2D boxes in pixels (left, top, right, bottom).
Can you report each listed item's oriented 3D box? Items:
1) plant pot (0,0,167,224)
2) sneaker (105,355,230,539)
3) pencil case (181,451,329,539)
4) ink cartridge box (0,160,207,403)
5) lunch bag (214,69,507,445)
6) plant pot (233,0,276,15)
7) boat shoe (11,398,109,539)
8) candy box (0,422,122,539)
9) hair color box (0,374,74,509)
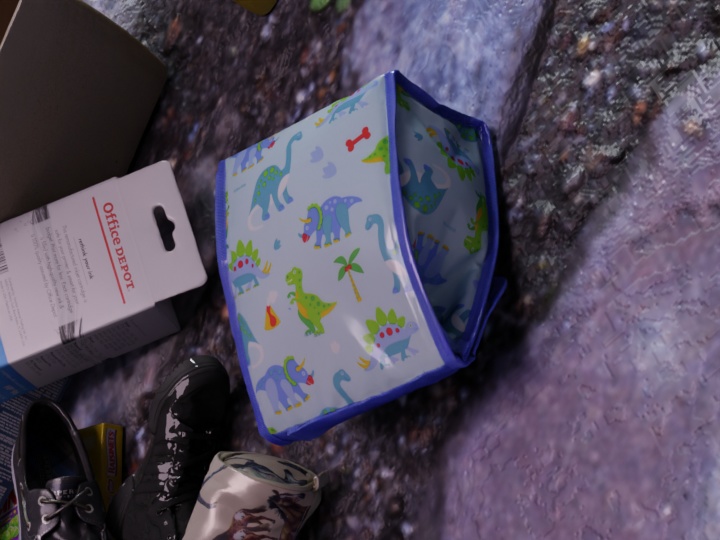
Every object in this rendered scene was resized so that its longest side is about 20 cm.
[{"bbox_3d":[-0.277,-0.145,1.493,0.200,0.177,0.200,32,101,44],"label":"plant pot"},{"bbox_3d":[-0.127,0.169,1.346,0.104,0.060,0.200,48,119,44],"label":"sneaker"},{"bbox_3d":[-0.088,0.220,1.278,0.089,0.078,0.201,19,92,6],"label":"pencil case"},{"bbox_3d":[-0.214,0.009,1.427,0.199,0.068,0.116,-21,67,4],"label":"ink cartridge box"},{"bbox_3d":[0.000,0.000,1.218,0.170,0.127,0.201,-27,52,37],"label":"lunch bag"},{"bbox_3d":[-0.129,-0.345,1.403,0.200,0.176,0.200,-56,48,17],"label":"plant pot"},{"bbox_3d":[-0.218,0.171,1.371,0.200,0.070,0.066,-111,23,-49],"label":"boat shoe"},{"bbox_3d":[-0.262,0.189,1.496,0.200,0.026,0.103,-18,63,40],"label":"candy box"},{"bbox_3d":[-0.310,0.123,1.505,0.100,0.060,0.200,23,82,48],"label":"hair color box"}]
